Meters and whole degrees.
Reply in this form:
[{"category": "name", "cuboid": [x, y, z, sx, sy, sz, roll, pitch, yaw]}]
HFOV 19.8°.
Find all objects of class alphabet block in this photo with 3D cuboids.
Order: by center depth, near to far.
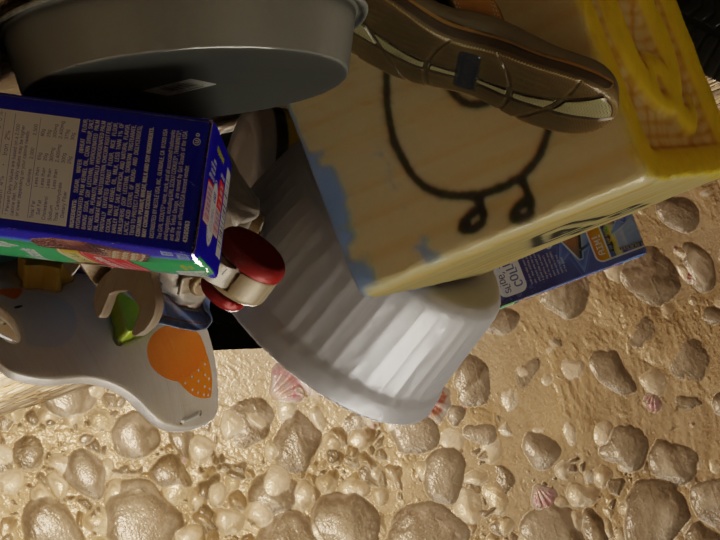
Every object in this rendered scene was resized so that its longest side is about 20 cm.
[{"category": "alphabet block", "cuboid": [0.089, -0.110, 1.276, 0.200, 0.196, 0.196, -24, 176, 26]}]

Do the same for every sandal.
[{"category": "sandal", "cuboid": [0.053, -0.137, 1.136, 0.200, 0.054, 0.080, 22, 157, 1]}]

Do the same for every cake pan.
[{"category": "cake pan", "cuboid": [-0.094, -0.114, 1.088, 0.200, 0.037, 0.200, -5, 173, -1]}]

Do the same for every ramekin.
[{"category": "ramekin", "cuboid": [0.000, 0.000, 1.399, 0.098, 0.200, 0.200, -49, 164, 20]}]

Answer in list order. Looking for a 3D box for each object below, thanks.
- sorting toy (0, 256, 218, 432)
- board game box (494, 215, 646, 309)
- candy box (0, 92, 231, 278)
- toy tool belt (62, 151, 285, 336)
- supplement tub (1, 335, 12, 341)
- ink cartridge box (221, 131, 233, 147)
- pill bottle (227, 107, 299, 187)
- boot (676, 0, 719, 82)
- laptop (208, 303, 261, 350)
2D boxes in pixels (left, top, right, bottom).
[{"category": "sorting toy", "cuboid": [-0.215, 0.034, 1.362, 0.200, 0.107, 0.180, 21, -163, 29]}, {"category": "board game box", "cuboid": [0.137, -0.082, 1.704, 0.135, 0.200, 0.034, -20, 175, -3]}, {"category": "candy box", "cuboid": [-0.176, -0.047, 1.106, 0.200, 0.077, 0.169, 8, 175, 1]}, {"category": "toy tool belt", "cuboid": [-0.124, -0.015, 1.300, 0.125, 0.200, 0.123, 18, 117, -40]}, {"category": "supplement tub", "cuboid": [-0.238, 0.001, 1.623, 0.200, 0.107, 0.107, -20, 175, -8]}, {"category": "ink cartridge box", "cuboid": [-0.119, -0.049, 1.597, 0.200, 0.100, 0.039, -19, 169, -27]}, {"category": "pill bottle", "cuboid": [0.001, -0.055, 1.552, 0.200, 0.111, 0.111, 9, 165, -17]}, {"category": "boot", "cuboid": [0.233, -0.180, 1.396, 0.078, 0.200, 0.138, -67, 165, 14]}, {"category": "laptop", "cuboid": [-0.120, -0.002, 1.718, 0.187, 0.116, 0.200, -3, -175, 23]}]
